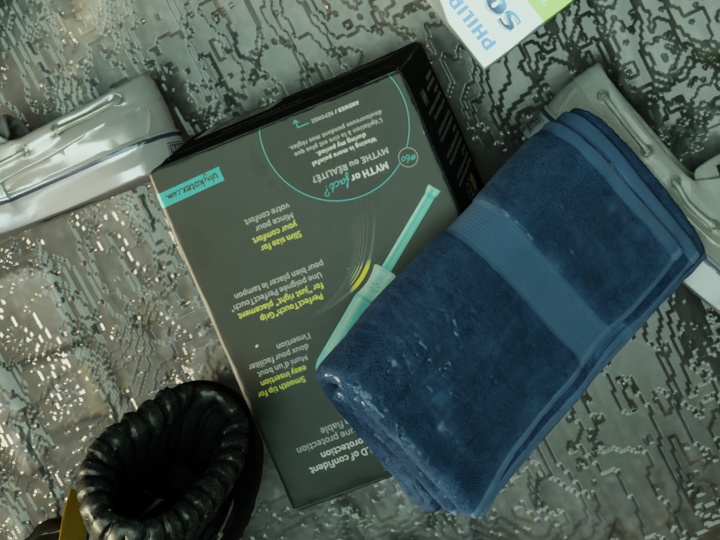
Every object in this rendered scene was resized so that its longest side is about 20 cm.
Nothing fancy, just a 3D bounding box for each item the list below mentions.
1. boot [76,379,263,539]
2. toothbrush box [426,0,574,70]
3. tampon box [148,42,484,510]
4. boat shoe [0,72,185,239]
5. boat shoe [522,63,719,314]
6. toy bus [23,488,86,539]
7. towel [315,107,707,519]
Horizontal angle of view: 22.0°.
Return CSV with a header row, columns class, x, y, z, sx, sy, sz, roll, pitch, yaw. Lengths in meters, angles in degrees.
class,x,y,z,sx,sy,sz,roll,pitch,yaw
boot,-0.096,0.103,0.995,0.079,0.211,0.158,12,135,2
toothbrush box,0.100,-0.226,0.964,0.200,0.086,0.146,-38,96,15
tampon box,0.000,0.000,1.016,0.150,0.126,0.200,-21,100,12
boat shoe,-0.198,-0.057,1.070,0.199,0.074,0.066,-20,91,6
boat shoe,0.190,-0.039,1.011,0.202,0.075,0.086,43,98,5
toy bus,-0.137,0.259,1.115,0.192,0.136,0.200,21,109,-13
towel,0.077,0.020,0.924,0.200,0.049,0.112,-46,106,-15
